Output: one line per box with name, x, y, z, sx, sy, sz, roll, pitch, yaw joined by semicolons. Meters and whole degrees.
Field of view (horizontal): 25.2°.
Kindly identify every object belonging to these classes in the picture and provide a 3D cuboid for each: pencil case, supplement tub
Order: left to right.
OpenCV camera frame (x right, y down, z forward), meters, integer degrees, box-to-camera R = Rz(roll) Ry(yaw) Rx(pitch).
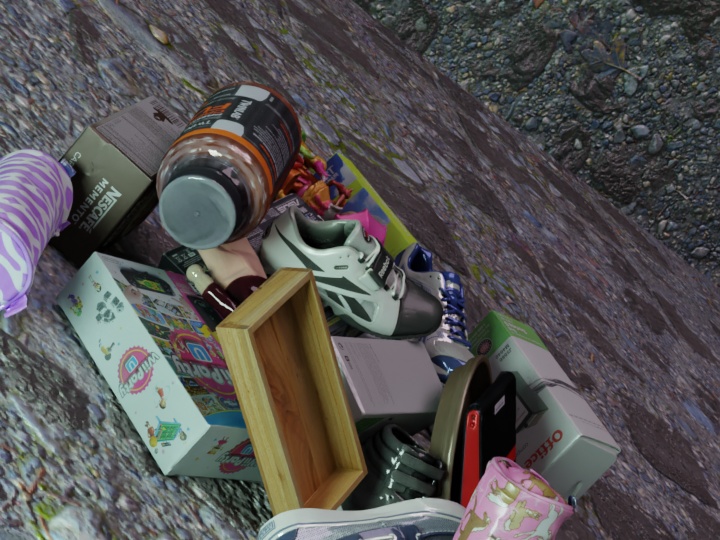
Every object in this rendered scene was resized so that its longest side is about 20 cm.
pencil case;-0.290;-0.034;1.333;0.086;0.083;0.200;62;12;-18
supplement tub;-0.122;-0.093;1.471;0.107;0.107;0.200;39;26;-9
pencil case;0.097;0.253;1.294;0.086;0.201;0.083;24;4;-25

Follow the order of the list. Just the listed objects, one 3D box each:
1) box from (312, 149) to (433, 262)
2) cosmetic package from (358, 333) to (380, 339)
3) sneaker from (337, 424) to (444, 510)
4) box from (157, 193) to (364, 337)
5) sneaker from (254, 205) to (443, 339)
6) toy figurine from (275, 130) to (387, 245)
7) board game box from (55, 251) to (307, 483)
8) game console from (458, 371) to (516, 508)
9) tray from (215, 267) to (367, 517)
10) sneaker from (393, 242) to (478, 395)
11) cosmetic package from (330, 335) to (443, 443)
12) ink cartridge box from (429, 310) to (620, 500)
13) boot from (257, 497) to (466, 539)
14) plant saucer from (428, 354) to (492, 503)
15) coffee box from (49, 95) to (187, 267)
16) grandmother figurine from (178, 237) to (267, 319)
box;-0.019;-0.042;1.889;0.200;0.122;0.048;51;11;28
cosmetic package;-0.014;0.064;1.729;0.102;0.071;0.199;52;19;28
sneaker;0.037;0.216;1.419;0.070;0.099;0.201;29;22;-42
box;-0.080;0.016;1.587;0.161;0.049;0.199;41;40;18
sneaker;0.000;0.000;1.550;0.199;0.089;0.074;21;38;-15
toy figurine;-0.048;-0.062;1.807;0.184;0.150;0.200;41;19;9
board game box;-0.152;0.085;1.376;0.200;0.064;0.147;53;19;28
game console;0.122;0.201;1.569;0.031;0.179;0.200;1;7;14
tray;-0.054;0.109;1.325;0.099;0.037;0.202;-44;127;-46
sneaker;0.077;0.045;1.677;0.075;0.088;0.200;28;16;-45
cosmetic package;-0.008;0.121;1.517;0.200;0.107;0.085;8;53;-61
ink cartridge box;0.166;0.168;1.755;0.084;0.146;0.200;25;23;-45
boot;0.017;0.243;1.305;0.198;0.073;0.091;0;45;-29
plant saucer;0.095;0.180;1.551;0.029;0.202;0.200;7;9;15
coffee box;-0.232;-0.088;1.537;0.080;0.115;0.200;41;17;-2
grandmother figurine;-0.101;0.022;1.464;0.120;0.061;0.201;-1;39;-27
